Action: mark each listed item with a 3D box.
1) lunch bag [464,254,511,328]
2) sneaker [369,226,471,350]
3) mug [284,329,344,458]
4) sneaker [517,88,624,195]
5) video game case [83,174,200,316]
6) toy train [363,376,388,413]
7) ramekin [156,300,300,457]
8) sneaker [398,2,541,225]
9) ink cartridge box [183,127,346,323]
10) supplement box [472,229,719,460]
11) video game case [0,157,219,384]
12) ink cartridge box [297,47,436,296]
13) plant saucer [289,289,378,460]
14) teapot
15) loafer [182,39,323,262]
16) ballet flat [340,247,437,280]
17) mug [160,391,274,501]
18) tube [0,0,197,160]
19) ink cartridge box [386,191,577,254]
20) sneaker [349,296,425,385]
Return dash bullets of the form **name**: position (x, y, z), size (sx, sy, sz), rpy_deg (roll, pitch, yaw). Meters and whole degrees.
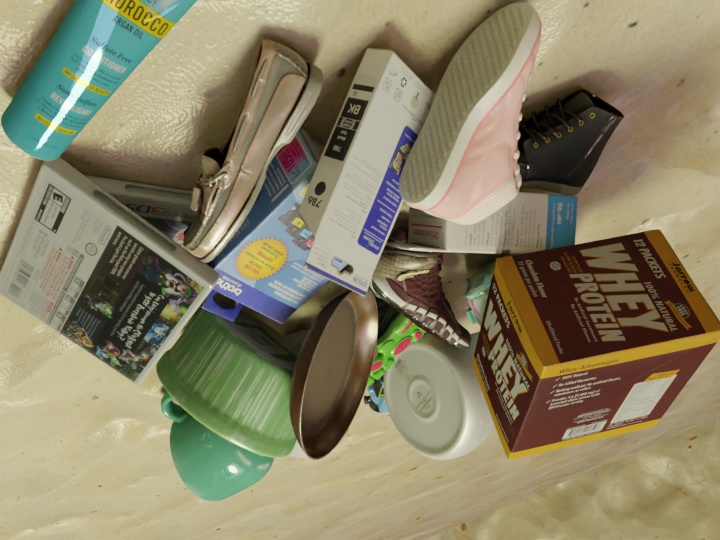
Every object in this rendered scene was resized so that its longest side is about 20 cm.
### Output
- **lunch bag**: position (0.214, 0.017, 0.891), size (0.157, 0.079, 0.200), rpy_deg (-23, 180, 12)
- **sneaker**: position (0.097, 0.015, 0.850), size (0.199, 0.075, 0.117), rpy_deg (35, 83, -36)
- **mug**: position (-0.075, 0.156, 0.995), size (0.145, 0.189, 0.155), rpy_deg (15, 138, 7)
- **sneaker**: position (0.186, -0.149, 0.716), size (0.195, 0.076, 0.108), rpy_deg (1, 133, -32)
- **video game case**: position (-0.234, -0.016, 0.722), size (0.178, 0.023, 0.201), rpy_deg (5, 141, -33)
- **toy train**: position (0.067, 0.192, 1.148), size (0.111, 0.089, 0.202), rpy_deg (-2, 147, -10)
- **ramekin**: position (-0.140, 0.125, 0.821), size (0.099, 0.199, 0.199), rpy_deg (-56, 142, 2)
- **sneaker**: position (0.121, -0.135, 0.628), size (0.103, 0.075, 0.204), rpy_deg (22, 100, -38)
- **ink cartridge box**: position (-0.086, -0.032, 0.693), size (0.199, 0.077, 0.136), rpy_deg (-40, 141, 15)
- **supplement box**: position (0.245, 0.085, 0.741), size (0.192, 0.135, 0.203), rpy_deg (-10, 141, -8)
- **video game case**: position (-0.254, 0.011, 0.657), size (0.180, 0.024, 0.200), rpy_deg (37, 128, -11)
- **ink cartridge box**: position (0.005, -0.087, 0.618), size (0.099, 0.039, 0.204), rpy_deg (27, 84, -51)
- **plant saucer**: position (-0.032, 0.116, 0.780), size (0.031, 0.204, 0.201), rpy_deg (14, 157, 21)
- **teapot**: position (0.136, 0.174, 0.993), size (0.144, 0.204, 0.197), rpy_deg (-10, -175, -42)
- **loafer**: position (-0.110, -0.105, 0.588), size (0.062, 0.072, 0.202), rpy_deg (28, 103, -31)
- **ballet flat**: position (0.000, 0.000, 0.764), size (0.196, 0.048, 0.067), rpy_deg (-2, 177, 35)
- **mug**: position (-0.209, 0.255, 1.022), size (0.113, 0.155, 0.184), rpy_deg (-29, 148, 19)
- **tube**: position (-0.194, -0.167, 0.498), size (0.199, 0.051, 0.077), rpy_deg (-41, 150, 22)
- **ink cartridge box**: position (0.126, -0.056, 0.747), size (0.194, 0.069, 0.116), rpy_deg (2, -175, -17)
- **sneaker**: position (0.014, 0.091, 0.922), size (0.198, 0.083, 0.078), rpy_deg (-34, 132, -19)
